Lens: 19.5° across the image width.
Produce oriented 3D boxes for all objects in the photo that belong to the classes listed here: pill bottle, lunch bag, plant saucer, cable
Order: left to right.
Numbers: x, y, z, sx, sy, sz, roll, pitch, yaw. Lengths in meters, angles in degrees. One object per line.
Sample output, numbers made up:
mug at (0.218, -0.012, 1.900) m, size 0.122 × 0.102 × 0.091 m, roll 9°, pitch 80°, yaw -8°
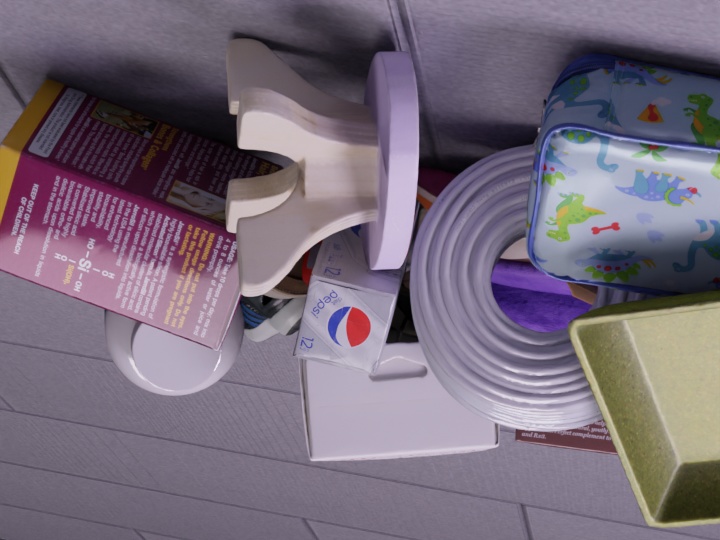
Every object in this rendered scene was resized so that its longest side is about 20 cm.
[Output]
pill bottle at (-0.151, 0.033, 1.683) m, size 0.110 × 0.111 × 0.200 m, roll 17°, pitch -166°, yaw -11°
cable at (0.132, 0.011, 1.466) m, size 0.199 × 0.201 × 0.069 m, roll 10°, pitch 169°, yaw 8°
lunch bag at (0.208, -0.051, 1.359) m, size 0.199 × 0.083 × 0.161 m, roll 9°, pitch 138°, yaw 7°
plant saucer at (0.260, 0.079, 1.385) m, size 0.199 × 0.048 × 0.200 m, roll -8°, pitch 128°, yaw 23°

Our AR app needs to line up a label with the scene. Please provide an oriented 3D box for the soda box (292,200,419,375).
soda box at (0.000, 0.000, 1.546) m, size 0.063 × 0.068 × 0.200 m, roll 14°, pitch -157°, yaw 1°

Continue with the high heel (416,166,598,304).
high heel at (0.131, -0.053, 1.555) m, size 0.200 × 0.096 × 0.067 m, roll 27°, pitch 167°, yaw 28°

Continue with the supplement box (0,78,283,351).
supplement box at (-0.170, -0.043, 1.553) m, size 0.199 × 0.131 × 0.103 m, roll 21°, pitch 118°, yaw -1°

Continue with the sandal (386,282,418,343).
sandal at (0.081, 0.027, 1.760) m, size 0.200 × 0.058 × 0.080 m, roll 4°, pitch 151°, yaw -41°

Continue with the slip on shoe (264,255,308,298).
slip on shoe at (-0.079, -0.038, 1.686) m, size 0.060 × 0.076 × 0.200 m, roll -14°, pitch 143°, yaw 31°

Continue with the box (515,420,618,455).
box at (0.197, 0.091, 1.725) m, size 0.100 × 0.075 × 0.200 m, roll 7°, pitch -170°, yaw 16°

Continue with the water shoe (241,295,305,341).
water shoe at (-0.078, 0.012, 1.857) m, size 0.079 × 0.071 × 0.200 m, roll 54°, pitch 165°, yaw -5°

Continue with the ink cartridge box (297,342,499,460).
ink cartridge box at (0.030, 0.103, 1.615) m, size 0.146 × 0.083 × 0.200 m, roll -4°, pitch 175°, yaw 1°

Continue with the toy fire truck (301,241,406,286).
toy fire truck at (-0.008, 0.046, 1.758) m, size 0.049 × 0.142 × 0.200 m, roll 10°, pitch 163°, yaw 21°

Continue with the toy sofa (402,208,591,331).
toy sofa at (0.139, 0.014, 1.615) m, size 0.199 × 0.098 × 0.083 m, roll 7°, pitch 174°, yaw 20°

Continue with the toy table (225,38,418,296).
toy table at (-0.029, -0.070, 1.405) m, size 0.117 × 0.184 × 0.200 m, roll -1°, pitch 145°, yaw -7°
